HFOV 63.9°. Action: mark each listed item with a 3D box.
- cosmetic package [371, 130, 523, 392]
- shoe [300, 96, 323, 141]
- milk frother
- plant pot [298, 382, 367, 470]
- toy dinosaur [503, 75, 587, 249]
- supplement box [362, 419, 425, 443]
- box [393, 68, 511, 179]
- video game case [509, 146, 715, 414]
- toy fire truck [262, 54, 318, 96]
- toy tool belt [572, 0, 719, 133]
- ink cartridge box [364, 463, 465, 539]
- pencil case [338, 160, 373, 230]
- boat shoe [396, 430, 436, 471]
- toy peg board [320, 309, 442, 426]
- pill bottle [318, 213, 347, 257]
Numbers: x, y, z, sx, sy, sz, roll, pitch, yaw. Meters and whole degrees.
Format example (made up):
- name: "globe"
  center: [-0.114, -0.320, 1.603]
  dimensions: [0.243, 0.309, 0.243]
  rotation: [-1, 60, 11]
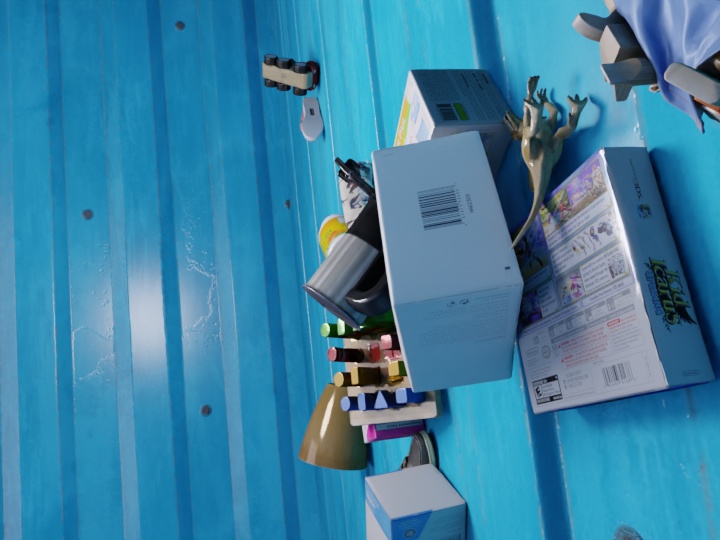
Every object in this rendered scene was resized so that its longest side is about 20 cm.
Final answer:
- name: "cosmetic package"
  center: [0.091, -0.003, 0.637]
  dimensions: [0.200, 0.122, 0.200]
  rotation: [72, -170, -54]
- name: "shoe"
  center: [-0.162, -0.472, 1.901]
  dimensions: [0.091, 0.071, 0.201]
  rotation: [100, 166, -53]
- name: "milk frother"
  center: [-0.015, -0.040, 0.882]
  dimensions: [0.189, 0.200, 0.180]
  rotation: [-53, 12, -11]
- name: "plant pot"
  center: [-0.059, 0.408, 1.541]
  dimensions: [0.186, 0.185, 0.202]
  rotation: [162, 117, -77]
- name: "toy dinosaur"
  center: [0.170, -0.113, 0.541]
  dimensions: [0.201, 0.058, 0.102]
  rotation: [-79, -6, -46]
- name: "supplement box"
  center: [0.048, 0.219, 1.107]
  dimensions: [0.101, 0.103, 0.201]
  rotation: [120, 145, -67]
- name: "box"
  center: [0.103, -0.137, 0.734]
  dimensions: [0.201, 0.101, 0.113]
  rotation: [101, 160, -49]
- name: "video game case"
  center: [0.195, 0.022, 0.504]
  dimensions: [0.200, 0.045, 0.183]
  rotation: [120, 144, -69]
- name: "toy fire truck"
  center: [-0.203, -0.649, 1.910]
  dimensions: [0.200, 0.175, 0.129]
  rotation: [-46, -31, -46]
- name: "toy tool belt"
  center: [0.183, -0.154, 0.321]
  dimensions: [0.125, 0.122, 0.201]
  rotation: [101, 161, -49]
- name: "ink cartridge box"
  center: [0.085, 0.443, 0.933]
  dimensions: [0.125, 0.128, 0.202]
  rotation: [-149, 56, -68]
- name: "pencil case"
  center: [0.006, -0.142, 1.234]
  dimensions: [0.078, 0.089, 0.201]
  rotation: [51, -155, -59]
- name: "boat shoe"
  center: [0.093, 0.379, 1.037]
  dimensions: [0.072, 0.066, 0.202]
  rotation: [-118, 26, -61]
- name: "toy peg board"
  center: [0.021, 0.156, 0.982]
  dimensions: [0.199, 0.097, 0.201]
  rotation: [-20, 68, 42]
- name: "pill bottle"
  center: [-0.040, -0.068, 1.381]
  dimensions: [0.200, 0.110, 0.112]
  rotation: [-121, 29, -64]
